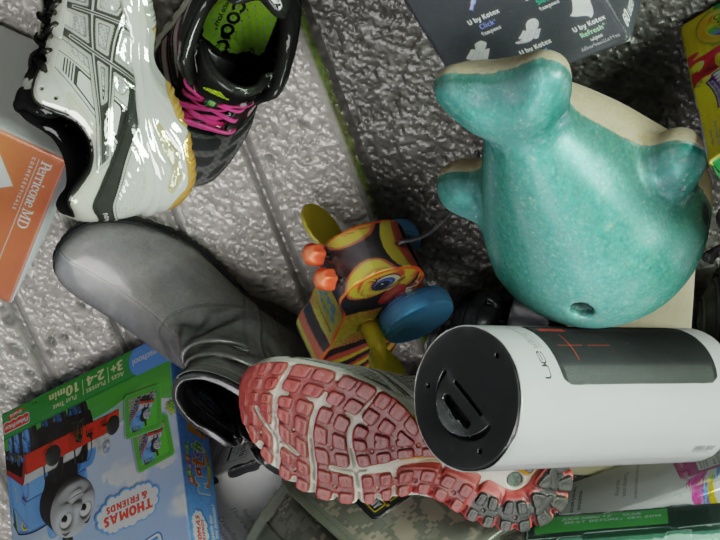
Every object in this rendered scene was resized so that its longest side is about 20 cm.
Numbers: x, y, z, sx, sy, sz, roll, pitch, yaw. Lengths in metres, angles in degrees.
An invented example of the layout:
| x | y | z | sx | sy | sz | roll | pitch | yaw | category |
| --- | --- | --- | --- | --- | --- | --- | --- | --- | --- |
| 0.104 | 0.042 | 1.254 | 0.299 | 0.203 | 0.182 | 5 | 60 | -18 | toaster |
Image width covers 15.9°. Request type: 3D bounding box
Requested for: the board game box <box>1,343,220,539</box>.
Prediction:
| x | y | z | sx | sy | sz | roll | pitch | yaw | category |
| --- | --- | --- | --- | --- | --- | --- | --- | --- | --- |
| -0.160 | 0.160 | 1.662 | 0.151 | 0.201 | 0.037 | -26 | 149 | 28 | board game box |

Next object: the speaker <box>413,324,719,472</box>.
| x | y | z | sx | sy | sz | roll | pitch | yaw | category |
| --- | --- | --- | --- | --- | --- | --- | --- | --- | --- |
| 0.122 | 0.071 | 1.440 | 0.199 | 0.082 | 0.081 | 3 | 143 | -45 | speaker |

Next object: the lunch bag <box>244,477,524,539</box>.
| x | y | z | sx | sy | sz | roll | pitch | yaw | category |
| --- | --- | --- | --- | --- | --- | --- | --- | --- | --- |
| 0.015 | 0.188 | 1.583 | 0.117 | 0.164 | 0.201 | 22 | 101 | -42 | lunch bag |

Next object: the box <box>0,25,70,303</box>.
| x | y | z | sx | sy | sz | roll | pitch | yaw | category |
| --- | --- | --- | --- | --- | --- | --- | --- | --- | --- |
| -0.272 | -0.089 | 1.563 | 0.199 | 0.098 | 0.125 | 24 | 128 | -5 | box |

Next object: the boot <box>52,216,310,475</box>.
| x | y | z | sx | sy | sz | roll | pitch | yaw | category |
| --- | --- | --- | --- | --- | --- | --- | --- | --- | --- |
| -0.104 | 0.043 | 1.592 | 0.199 | 0.132 | 0.070 | 25 | 113 | -7 | boot |

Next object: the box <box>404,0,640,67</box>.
| x | y | z | sx | sy | sz | roll | pitch | yaw | category |
| --- | --- | --- | --- | --- | --- | --- | --- | --- | --- |
| 0.063 | -0.212 | 1.377 | 0.106 | 0.123 | 0.200 | -21 | 119 | 26 | box |

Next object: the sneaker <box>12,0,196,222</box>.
| x | y | z | sx | sy | sz | roll | pitch | yaw | category |
| --- | --- | --- | --- | --- | --- | --- | --- | --- | --- |
| -0.162 | -0.124 | 1.472 | 0.076 | 0.087 | 0.201 | -25 | 83 | 67 | sneaker |

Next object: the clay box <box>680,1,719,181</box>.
| x | y | z | sx | sy | sz | roll | pitch | yaw | category |
| --- | --- | --- | --- | --- | --- | --- | --- | --- | --- |
| 0.229 | -0.060 | 1.397 | 0.047 | 0.200 | 0.115 | -32 | 114 | 17 | clay box |

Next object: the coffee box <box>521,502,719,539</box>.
| x | y | z | sx | sy | sz | roll | pitch | yaw | category |
| --- | --- | --- | --- | --- | --- | --- | --- | --- | --- |
| 0.163 | 0.239 | 1.512 | 0.122 | 0.044 | 0.201 | -6 | 107 | 9 | coffee box |

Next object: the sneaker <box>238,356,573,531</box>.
| x | y | z | sx | sy | sz | roll | pitch | yaw | category |
| --- | --- | --- | --- | --- | --- | --- | --- | --- | --- |
| 0.024 | 0.096 | 1.506 | 0.199 | 0.082 | 0.078 | 18 | 108 | -6 | sneaker |

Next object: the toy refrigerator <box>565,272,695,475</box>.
| x | y | z | sx | sy | sz | roll | pitch | yaw | category |
| --- | --- | --- | --- | --- | --- | --- | --- | --- | --- |
| 0.162 | 0.026 | 1.564 | 0.075 | 0.070 | 0.201 | 1 | 126 | 4 | toy refrigerator |

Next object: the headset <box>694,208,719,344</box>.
| x | y | z | sx | sy | sz | roll | pitch | yaw | category |
| --- | --- | --- | --- | --- | --- | --- | --- | --- | --- |
| 0.252 | 0.033 | 1.525 | 0.123 | 0.094 | 0.200 | -17 | 133 | 19 | headset |

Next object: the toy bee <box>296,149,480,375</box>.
| x | y | z | sx | sy | sz | roll | pitch | yaw | category |
| --- | --- | --- | --- | --- | --- | --- | --- | --- | --- |
| 0.000 | 0.000 | 1.554 | 0.108 | 0.131 | 0.201 | -7 | 130 | -35 | toy bee |

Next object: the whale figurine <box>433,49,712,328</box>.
| x | y | z | sx | sy | sz | roll | pitch | yaw | category |
| --- | --- | --- | --- | --- | --- | --- | --- | --- | --- |
| 0.110 | -0.040 | 1.383 | 0.158 | 0.104 | 0.200 | -6 | 150 | 27 | whale figurine |

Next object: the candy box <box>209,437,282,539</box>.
| x | y | z | sx | sy | sz | roll | pitch | yaw | category |
| --- | --- | --- | --- | --- | --- | --- | --- | --- | --- |
| -0.090 | 0.191 | 1.741 | 0.199 | 0.072 | 0.168 | -20 | 118 | 26 | candy box |

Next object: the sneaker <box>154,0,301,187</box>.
| x | y | z | sx | sy | sz | roll | pitch | yaw | category |
| --- | --- | --- | --- | --- | --- | --- | --- | --- | --- |
| -0.083 | -0.117 | 1.499 | 0.073 | 0.088 | 0.200 | 18 | 128 | -11 | sneaker |

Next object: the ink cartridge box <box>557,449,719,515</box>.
| x | y | z | sx | sy | sz | roll | pitch | yaw | category |
| --- | --- | --- | --- | --- | --- | --- | --- | --- | --- |
| 0.236 | 0.175 | 1.550 | 0.199 | 0.085 | 0.145 | -20 | 104 | 14 | ink cartridge box |

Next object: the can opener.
| x | y | z | sx | sy | sz | roll | pitch | yaw | category |
| --- | --- | --- | --- | --- | --- | --- | --- | --- | --- |
| 0.077 | 0.093 | 1.632 | 0.078 | 0.063 | 0.201 | 23 | 132 | 21 | can opener |
